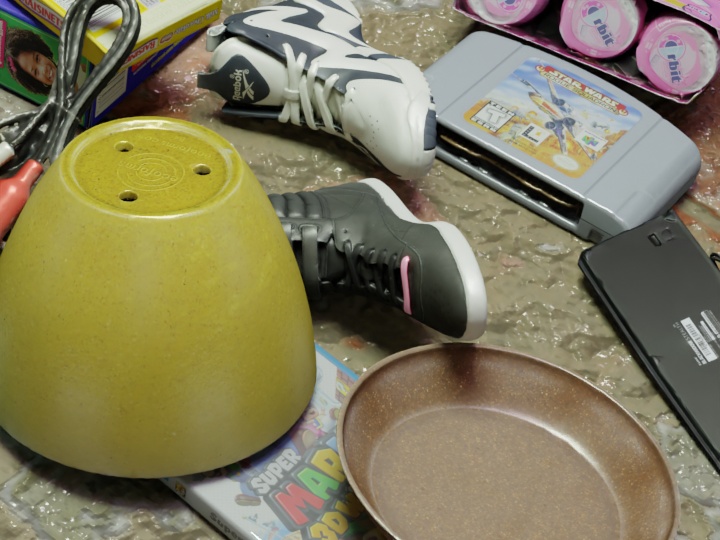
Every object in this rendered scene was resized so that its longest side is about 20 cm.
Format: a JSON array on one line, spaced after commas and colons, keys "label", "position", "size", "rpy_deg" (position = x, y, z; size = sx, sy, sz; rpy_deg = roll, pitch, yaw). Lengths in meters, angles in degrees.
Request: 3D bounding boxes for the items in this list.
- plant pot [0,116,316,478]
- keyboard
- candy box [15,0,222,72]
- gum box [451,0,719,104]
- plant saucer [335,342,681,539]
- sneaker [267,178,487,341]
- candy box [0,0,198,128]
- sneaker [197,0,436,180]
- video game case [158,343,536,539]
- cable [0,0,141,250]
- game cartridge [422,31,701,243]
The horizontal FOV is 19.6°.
[{"label": "plant pot", "position": [-0.120, -0.002, 1.184], "size": [0.199, 0.142, 0.200], "rpy_deg": [3, 36, -2]}, {"label": "keyboard", "position": [0.227, 0.049, 1.332], "size": [0.104, 0.040, 0.200], "rpy_deg": [-23, 56, -10]}, {"label": "candy box", "position": [-0.196, -0.209, 1.388], "size": [0.200, 0.026, 0.102], "rpy_deg": [39, 49, 23]}, {"label": "gum box", "position": [0.182, -0.193, 1.537], "size": [0.200, 0.066, 0.113], "rpy_deg": [24, 23, 12]}, {"label": "plant saucer", "position": [0.080, 0.120, 1.175], "size": [0.200, 0.037, 0.201], "rpy_deg": [10, 38, -8]}, {"label": "sneaker", "position": [0.000, 0.000, 1.268], "size": [0.099, 0.071, 0.200], "rpy_deg": [-10, 24, -22]}, {"label": "candy box", "position": [-0.224, -0.206, 1.453], "size": [0.200, 0.077, 0.169], "rpy_deg": [25, 44, 15]}, {"label": "sneaker", "position": [-0.040, -0.120, 1.407], "size": [0.129, 0.080, 0.199], "rpy_deg": [-11, 46, -24]}, {"label": "video game case", "position": [-0.019, 0.119, 1.190], "size": [0.200, 0.018, 0.143], "rpy_deg": [36, 46, 24]}, {"label": "cable", "position": [-0.196, -0.088, 1.285], "size": [0.097, 0.050, 0.200], "rpy_deg": [40, 89, 15]}, {"label": "game cartridge", "position": [0.132, -0.097, 1.462], "size": [0.200, 0.042, 0.133], "rpy_deg": [30, 48, 18]}]
